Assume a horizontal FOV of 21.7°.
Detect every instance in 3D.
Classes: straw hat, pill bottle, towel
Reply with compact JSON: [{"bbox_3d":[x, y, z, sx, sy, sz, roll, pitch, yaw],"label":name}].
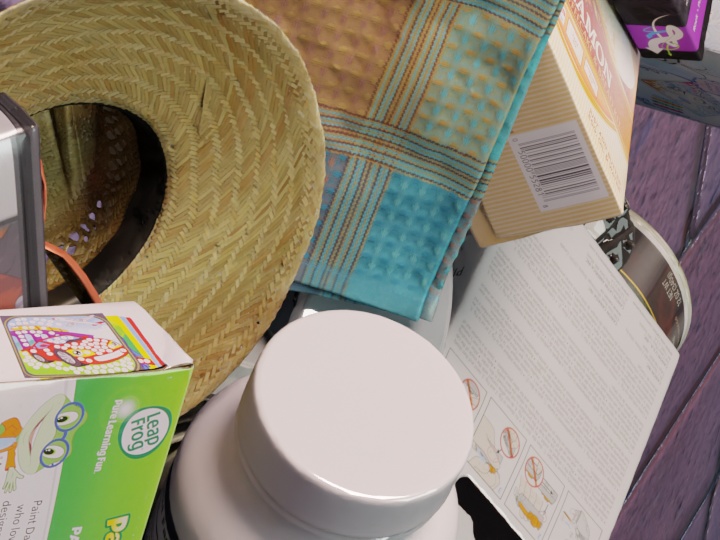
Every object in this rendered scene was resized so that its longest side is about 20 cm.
[{"bbox_3d":[-0.116,-0.025,0.632,0.200,0.085,0.202,-23,132,-28],"label":"straw hat"},{"bbox_3d":[-0.027,0.108,0.721,0.111,0.111,0.201,-48,169,-42],"label":"pill bottle"},{"bbox_3d":[-0.008,-0.071,0.746,0.022,0.145,0.201,-94,-158,-53],"label":"towel"}]

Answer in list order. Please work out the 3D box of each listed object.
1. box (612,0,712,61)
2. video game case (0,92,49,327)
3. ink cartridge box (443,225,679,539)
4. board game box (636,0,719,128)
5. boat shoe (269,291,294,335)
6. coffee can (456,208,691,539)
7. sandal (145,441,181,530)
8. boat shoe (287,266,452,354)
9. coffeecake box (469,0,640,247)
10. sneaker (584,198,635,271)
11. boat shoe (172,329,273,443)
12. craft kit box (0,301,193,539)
[{"bbox_3d":[0.122,-0.202,0.811,0.200,0.036,0.144,48,52,-57],"label":"box"},{"bbox_3d":[-0.175,0.061,0.557,0.180,0.025,0.201,-20,131,-30],"label":"video game case"},{"bbox_3d":[0.080,0.068,0.960,0.162,0.050,0.201,49,54,-28],"label":"ink cartridge box"},{"bbox_3d":[0.186,-0.129,1.097,0.044,0.198,0.200,-68,158,-3],"label":"board game box"},{"bbox_3d":[-0.016,0.035,0.948,0.202,0.074,0.087,-61,161,-45],"label":"boat shoe"},{"bbox_3d":[0.092,0.063,1.109,0.200,0.145,0.147,-50,150,-41],"label":"coffee can"},{"bbox_3d":[-0.081,0.110,0.874,0.079,0.058,0.201,-33,167,-8],"label":"sandal"},{"bbox_3d":[0.000,0.000,0.877,0.091,0.070,0.202,-33,-143,61],"label":"boat shoe"},{"bbox_3d":[0.069,-0.138,0.844,0.154,0.073,0.201,60,29,-34],"label":"coffeecake box"},{"bbox_3d":[0.078,-0.084,1.038,0.066,0.090,0.201,-37,112,-22],"label":"sneaker"},{"bbox_3d":[-0.090,0.039,0.790,0.064,0.071,0.200,-40,171,14],"label":"boat shoe"},{"bbox_3d":[-0.162,0.108,0.555,0.196,0.048,0.201,-1,120,-39],"label":"craft kit box"}]
